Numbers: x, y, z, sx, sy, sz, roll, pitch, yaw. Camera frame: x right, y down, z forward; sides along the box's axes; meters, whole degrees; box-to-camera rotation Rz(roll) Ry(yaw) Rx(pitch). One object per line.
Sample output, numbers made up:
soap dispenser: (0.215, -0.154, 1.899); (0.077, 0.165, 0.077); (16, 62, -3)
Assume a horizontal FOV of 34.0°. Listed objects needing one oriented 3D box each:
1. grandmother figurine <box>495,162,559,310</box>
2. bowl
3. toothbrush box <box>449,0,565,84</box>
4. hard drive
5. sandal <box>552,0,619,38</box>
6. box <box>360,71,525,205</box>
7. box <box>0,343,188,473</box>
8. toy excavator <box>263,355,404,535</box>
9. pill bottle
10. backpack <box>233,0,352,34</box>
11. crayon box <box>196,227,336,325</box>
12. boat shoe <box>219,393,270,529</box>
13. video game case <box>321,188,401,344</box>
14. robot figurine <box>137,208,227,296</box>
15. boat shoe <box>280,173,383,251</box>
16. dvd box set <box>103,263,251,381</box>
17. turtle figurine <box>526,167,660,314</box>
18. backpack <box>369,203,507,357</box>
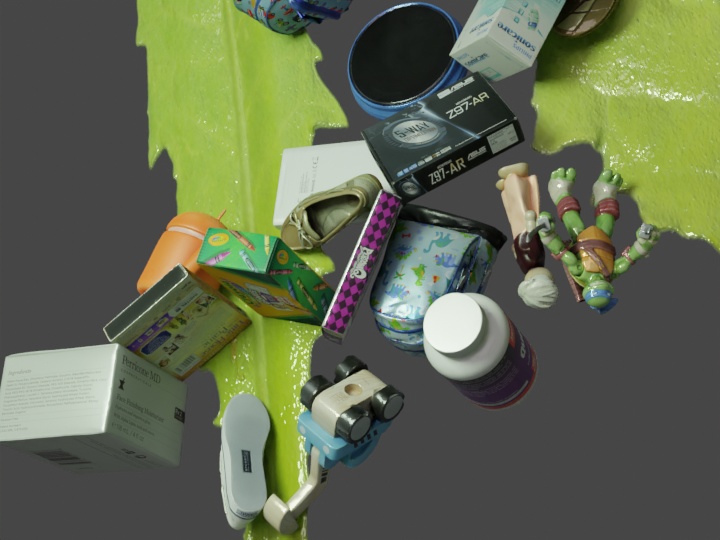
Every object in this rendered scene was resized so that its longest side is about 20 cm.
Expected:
grandmother figurine: (0.226, -0.043, 1.583); (0.060, 0.121, 0.202); (-12, 67, 5)
bowl: (0.071, -0.326, 1.827); (0.199, 0.039, 0.203); (-10, 64, 21)
toothbrush box: (0.229, -0.386, 1.707); (0.201, 0.085, 0.146); (-61, 14, -11)
hard drive: (-0.033, -0.132, 1.796); (0.198, 0.027, 0.133); (-3, 67, 25)
sandal: (0.348, -0.407, 1.728); (0.080, 0.054, 0.201); (19, 62, 25)
box: (0.116, -0.193, 1.693); (0.199, 0.044, 0.161); (-27, 38, 1)
box: (-0.386, 0.205, 1.710); (0.198, 0.199, 0.132); (-7, 65, 22)
toy excavator: (-0.041, 0.245, 1.596); (0.194, 0.201, 0.100); (-26, 46, -38)
pill bottle: (0.150, 0.100, 1.501); (0.111, 0.200, 0.114); (-10, 64, 21)
backpack: (-0.098, -0.459, 1.890); (0.200, 0.182, 0.135); (-43, 73, 18)
crayon box: (-0.130, 0.010, 1.675); (0.118, 0.200, 0.059); (8, 70, 28)
boat shoe: (-0.170, 0.266, 1.656); (0.201, 0.073, 0.066); (-90, 23, -44)
video game case: (0.000, 0.000, 1.627); (0.036, 0.181, 0.202); (23, 82, 1)
robot figurine: (-0.262, -0.004, 1.789); (0.116, 0.144, 0.201); (18, 69, 16)
boat shoe: (-0.053, -0.078, 1.723); (0.200, 0.063, 0.074); (-23, 96, 37)
dvd box set: (-0.260, 0.079, 1.705); (0.146, 0.200, 0.029); (-40, 59, 4)
turtle figurine: (0.304, -0.066, 1.517); (0.143, 0.200, 0.195); (-20, 45, 20)
backpack: (0.092, 0.017, 1.615); (0.162, 0.154, 0.202); (17, 87, 24)
